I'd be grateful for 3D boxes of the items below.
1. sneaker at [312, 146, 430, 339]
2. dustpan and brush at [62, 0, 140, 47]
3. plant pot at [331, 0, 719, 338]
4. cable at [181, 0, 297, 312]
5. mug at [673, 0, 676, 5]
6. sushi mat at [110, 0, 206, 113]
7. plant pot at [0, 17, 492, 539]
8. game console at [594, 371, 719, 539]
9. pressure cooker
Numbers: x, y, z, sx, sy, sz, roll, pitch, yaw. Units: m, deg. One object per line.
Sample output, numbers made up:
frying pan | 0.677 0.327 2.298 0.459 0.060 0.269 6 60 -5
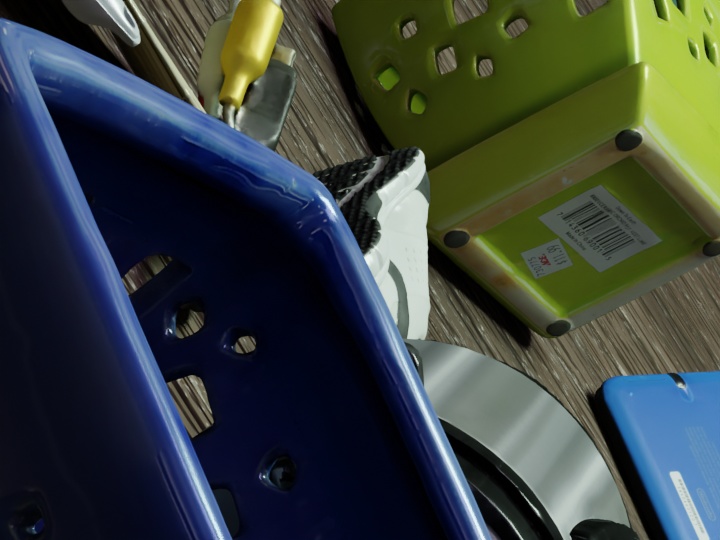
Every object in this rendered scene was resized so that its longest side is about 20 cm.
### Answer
sneaker | 0.000 0.000 1.358 0.200 0.073 0.080 -68 138 -64
dustpan and brush | -0.170 -0.162 1.150 0.200 0.057 0.140 54 17 -18
plant pot | 0.122 -0.087 1.622 0.200 0.198 0.182 41 30 -45
cable | -0.070 -0.046 1.262 0.050 0.097 0.200 24 45 -6
mug | 0.385 -0.287 2.824 0.186 0.114 0.152 60 17 5
sushi mat | -0.130 -0.154 1.226 0.200 0.012 0.096 59 -7 -27
plant pot | -0.085 0.077 0.770 0.200 0.179 0.201 23 38 -61
game console | 0.224 0.176 1.739 0.170 0.118 0.201 -1 54 -34
pressure cooker | 0.000 0.123 0.941 0.176 0.178 0.200 51 15 3
